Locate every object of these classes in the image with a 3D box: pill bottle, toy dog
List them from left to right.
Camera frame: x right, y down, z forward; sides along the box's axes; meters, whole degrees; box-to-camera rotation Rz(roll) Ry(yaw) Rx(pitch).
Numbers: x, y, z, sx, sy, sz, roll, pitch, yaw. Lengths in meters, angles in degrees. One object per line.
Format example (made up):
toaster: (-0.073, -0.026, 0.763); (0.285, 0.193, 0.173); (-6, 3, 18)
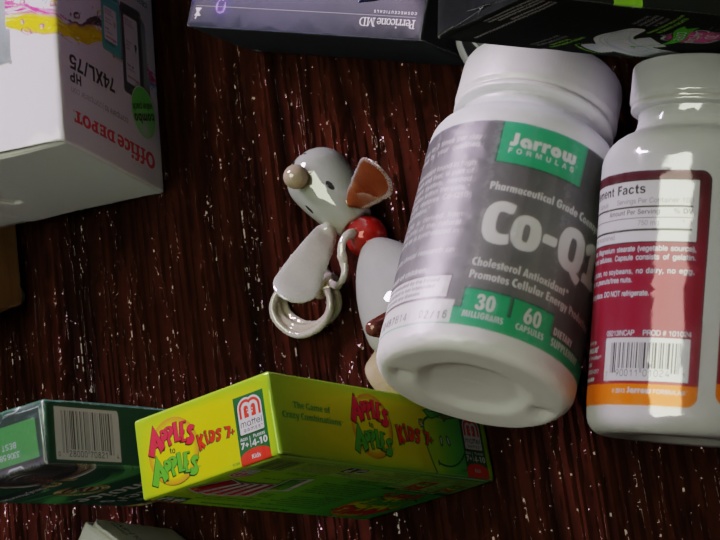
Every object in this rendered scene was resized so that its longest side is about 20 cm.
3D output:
toy dog: (0.000, 0.000, 1.199); (0.200, 0.096, 0.132); (27, 98, 38)
pill bottle: (0.083, -0.023, 1.100); (0.113, 0.113, 0.200); (-6, 59, 38)
pill bottle: (0.182, -0.008, 1.045); (0.113, 0.113, 0.200); (-1, 81, 38)

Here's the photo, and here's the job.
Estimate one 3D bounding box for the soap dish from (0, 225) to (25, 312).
soap dish: (-0.331, -0.041, 1.480); (0.157, 0.081, 0.200); (-20, 69, 34)

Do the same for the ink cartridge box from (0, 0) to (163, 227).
ink cartridge box: (-0.238, -0.150, 1.367); (0.146, 0.147, 0.200); (-11, 75, 20)

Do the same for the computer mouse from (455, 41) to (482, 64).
computer mouse: (0.136, -0.185, 1.151); (0.200, 0.044, 0.110); (-40, 92, 29)

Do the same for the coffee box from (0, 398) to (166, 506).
coffee box: (-0.169, 0.119, 1.245); (0.123, 0.200, 0.044); (-17, 74, 33)

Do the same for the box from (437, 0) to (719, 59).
box: (0.154, -0.191, 1.005); (0.124, 0.200, 0.149); (171, 102, -70)

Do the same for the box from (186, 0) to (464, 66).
box: (-0.005, -0.211, 1.258); (0.200, 0.079, 0.141); (8, 89, 39)

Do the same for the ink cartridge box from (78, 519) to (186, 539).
ink cartridge box: (-0.142, 0.283, 1.265); (0.145, 0.083, 0.200); (28, 99, 38)

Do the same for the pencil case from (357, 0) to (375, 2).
pencil case: (0.026, -0.254, 1.094); (0.091, 0.094, 0.200); (59, 138, 36)

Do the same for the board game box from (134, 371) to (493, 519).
board game box: (-0.023, 0.105, 1.129); (0.101, 0.200, 0.048); (-21, 68, 34)
